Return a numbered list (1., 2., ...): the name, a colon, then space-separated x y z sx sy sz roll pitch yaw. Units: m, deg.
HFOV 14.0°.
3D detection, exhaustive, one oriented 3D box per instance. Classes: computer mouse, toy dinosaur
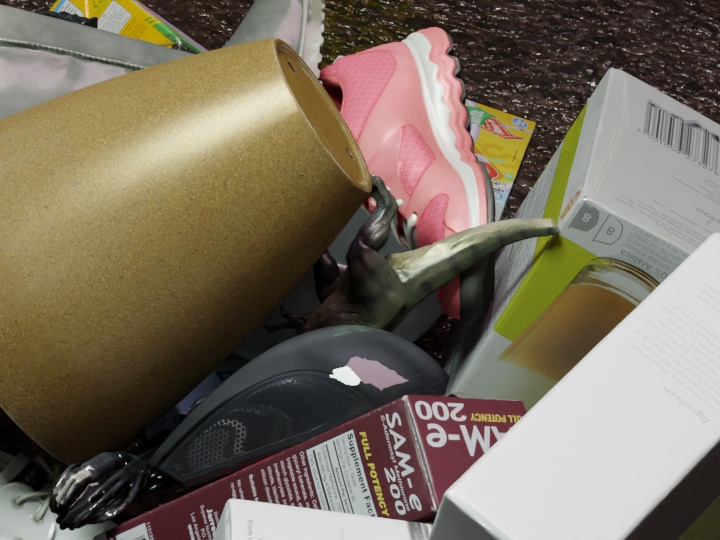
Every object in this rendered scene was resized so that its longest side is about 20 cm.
1. computer mouse: -0.053 0.068 1.447 0.200 0.053 0.138 -20 -1 20
2. toy dinosaur: 0.000 0.000 1.539 0.088 0.200 0.047 57 7 11

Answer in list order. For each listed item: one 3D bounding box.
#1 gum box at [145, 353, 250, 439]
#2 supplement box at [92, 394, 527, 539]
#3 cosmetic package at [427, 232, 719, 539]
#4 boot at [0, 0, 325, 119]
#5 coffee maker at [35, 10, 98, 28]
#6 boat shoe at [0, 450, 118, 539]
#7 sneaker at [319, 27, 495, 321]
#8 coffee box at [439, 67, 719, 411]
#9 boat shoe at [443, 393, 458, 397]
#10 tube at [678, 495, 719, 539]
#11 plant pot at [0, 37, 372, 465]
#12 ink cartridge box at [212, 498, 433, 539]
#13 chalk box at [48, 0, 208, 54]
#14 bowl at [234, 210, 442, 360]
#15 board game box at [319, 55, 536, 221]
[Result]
1. gum box: -0.063 0.052 1.732 0.170 0.045 0.200 2 28 -25
2. supplement box: -0.019 0.123 1.420 0.109 0.200 0.061 6 63 -55
3. cosmetic package: 0.115 0.085 1.291 0.071 0.102 0.200 38 56 16
4. boot: -0.122 -0.118 1.627 0.200 0.073 0.182 8 49 -4
5. coffee maker: -0.240 -0.035 1.652 0.134 0.192 0.200 4 17 26
6. boat shoe: -0.178 0.127 1.495 0.200 0.067 0.074 17 26 8
7. sneaker: 0.024 -0.047 1.618 0.087 0.074 0.200 -9 50 -5
8. coffee box: 0.168 0.043 1.643 0.199 0.198 0.200 29 25 -5
9. boat shoe: 0.045 0.095 1.499 0.200 0.066 0.070 16 24 17
10. tube: 0.152 0.166 1.422 0.058 0.200 0.052 20 24 13
11. plant pot: -0.101 -0.028 1.491 0.187 0.200 0.186 55 11 -16
12. ink cartridge box: 0.020 0.190 1.351 0.200 0.147 0.086 7 48 -12
13. chalk box: -0.118 -0.078 1.843 0.124 0.124 0.200 39 3 43
14. bowl: -0.038 0.000 1.681 0.201 0.091 0.201 17 18 -6
15. board game box: 0.029 -0.072 1.758 0.134 0.034 0.200 19 18 2
